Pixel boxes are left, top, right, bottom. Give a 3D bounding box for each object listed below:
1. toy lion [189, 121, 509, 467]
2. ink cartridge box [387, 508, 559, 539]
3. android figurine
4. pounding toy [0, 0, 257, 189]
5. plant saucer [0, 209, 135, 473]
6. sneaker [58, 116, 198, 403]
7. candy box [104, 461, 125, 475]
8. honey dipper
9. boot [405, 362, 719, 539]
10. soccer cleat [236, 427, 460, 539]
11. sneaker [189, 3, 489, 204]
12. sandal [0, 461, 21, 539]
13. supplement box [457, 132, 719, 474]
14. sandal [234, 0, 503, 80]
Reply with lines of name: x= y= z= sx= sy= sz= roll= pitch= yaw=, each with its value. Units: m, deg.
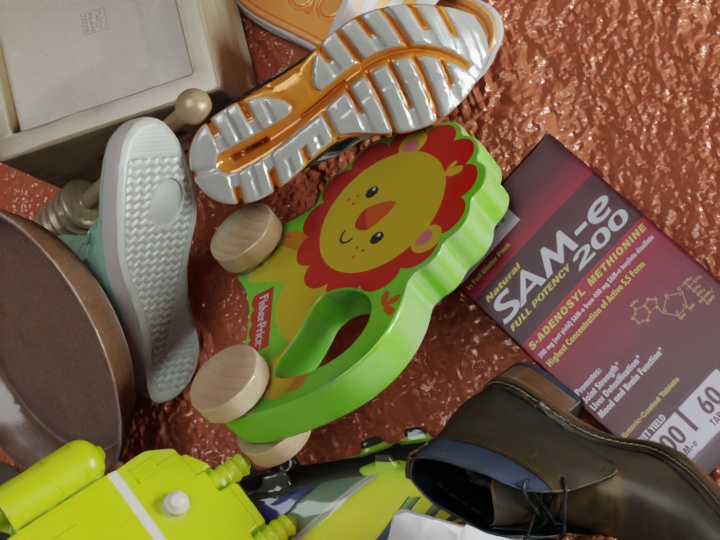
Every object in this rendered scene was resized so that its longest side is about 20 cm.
toy lion: x=0.000 y=0.000 z=0.971 sx=0.192 sy=0.069 sz=0.200 roll=-24 pitch=38 yaw=24
ink cartridge box: x=0.108 y=0.210 z=0.912 sx=0.200 sy=0.068 sz=0.116 roll=12 pitch=86 yaw=21
android figurine: x=-0.130 y=0.180 z=0.923 sx=0.200 sy=0.041 sz=0.182 roll=-31 pitch=73 yaw=-23
pounding toy: x=-0.185 y=-0.162 z=1.108 sx=0.200 sy=0.142 sz=0.184 roll=-17 pitch=78 yaw=12
plant saucer: x=-0.206 y=0.046 z=1.035 sx=0.200 sy=0.034 sz=0.201 roll=25 pitch=129 yaw=35
sneaker: x=-0.167 y=-0.017 z=1.035 sx=0.118 sy=0.074 sz=0.201 roll=24 pitch=130 yaw=30
candy box: x=-0.117 y=0.224 z=0.957 sx=0.200 sy=0.055 sz=0.115 roll=43 pitch=61 yaw=10
honey dipper: x=-0.152 y=-0.067 z=1.053 sx=0.200 sy=0.038 sz=0.038 roll=-34 pitch=62 yaw=46
boot: x=0.117 y=0.131 z=0.881 sx=0.097 sy=0.075 sz=0.200 roll=-29 pitch=42 yaw=-31
soccer cleat: x=0.008 y=0.148 z=0.989 sx=0.200 sy=0.065 sz=0.084 roll=-11 pitch=102 yaw=14
sneaker: x=-0.015 y=-0.109 z=1.017 sx=0.200 sy=0.077 sz=0.078 roll=-24 pitch=97 yaw=1
sandal: x=-0.189 y=0.179 z=1.035 sx=0.200 sy=0.082 sz=0.055 roll=44 pitch=117 yaw=32
supplement box: x=0.150 y=0.025 z=0.956 sx=0.109 sy=0.061 sz=0.200 roll=-48 pitch=64 yaw=4
sandal: x=-0.009 y=-0.171 z=1.068 sx=0.206 sy=0.059 sz=0.079 roll=21 pitch=85 yaw=24
